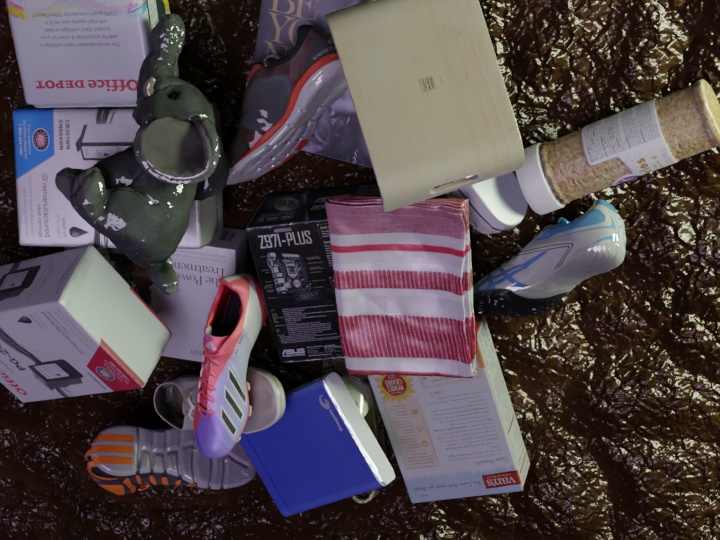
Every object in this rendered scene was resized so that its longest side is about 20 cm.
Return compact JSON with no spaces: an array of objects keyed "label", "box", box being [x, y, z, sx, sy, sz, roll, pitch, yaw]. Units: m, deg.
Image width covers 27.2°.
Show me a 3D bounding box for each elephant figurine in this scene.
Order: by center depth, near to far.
[{"label":"elephant figurine","box":[-0.184,-0.115,1.430,0.200,0.142,0.155,-46,124,0]}]

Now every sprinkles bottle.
[{"label":"sprinkles bottle","box":[0.251,-0.119,1.441,0.199,0.068,0.068,-21,110,23]}]

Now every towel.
[{"label":"towel","box":[0.043,0.020,1.496,0.143,0.023,0.201,1,117,14]}]

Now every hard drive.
[{"label":"hard drive","box":[-0.058,0.197,1.651,0.200,0.025,0.132,-27,93,51]}]

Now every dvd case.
[{"label":"dvd case","box":[-0.035,-0.210,1.498,0.148,0.016,0.201,15,119,7]}]

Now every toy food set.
[{"label":"toy food set","box":[0.060,-0.172,1.419,0.143,0.060,0.201,-17,87,-3]}]

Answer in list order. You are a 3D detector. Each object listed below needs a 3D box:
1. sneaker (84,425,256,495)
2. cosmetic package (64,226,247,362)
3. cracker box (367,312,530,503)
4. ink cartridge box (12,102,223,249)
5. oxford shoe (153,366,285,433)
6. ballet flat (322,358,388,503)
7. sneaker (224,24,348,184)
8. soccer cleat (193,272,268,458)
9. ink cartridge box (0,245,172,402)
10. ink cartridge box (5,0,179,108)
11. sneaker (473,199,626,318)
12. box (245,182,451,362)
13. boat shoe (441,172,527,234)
[{"label":"sneaker","box":[-0.226,0.224,1.748,0.199,0.078,0.112,10,157,-16]},{"label":"cosmetic package","box":[-0.225,0.019,1.649,0.199,0.052,0.151,8,121,11]},{"label":"cracker box","box":[0.095,0.153,1.631,0.133,0.058,0.201,-9,114,21]},{"label":"ink cartridge box","box":[-0.250,-0.100,1.546,0.199,0.084,0.147,1,99,11]},{"label":"oxford shoe","box":[-0.159,0.147,1.650,0.199,0.058,0.076,-4,95,44]},{"label":"ballet flat","box":[-0.005,0.173,1.657,0.068,0.075,0.201,-3,116,14]},{"label":"sneaker","box":[-0.086,-0.168,1.498,0.200,0.077,0.082,-44,73,29]},{"label":"soccer cleat","box":[-0.147,0.100,1.571,0.066,0.076,0.201,17,93,31]},{"label":"ink cartridge box","box":[-0.327,0.062,1.589,0.199,0.084,0.145,-11,132,37]},{"label":"ink cartridge box","box":[-0.273,-0.272,1.489,0.145,0.083,0.201,1,117,13]},{"label":"sneaker","box":[0.190,-0.008,1.527,0.072,0.073,0.200,28,138,-35]},{"label":"box","box":[0.000,0.000,1.558,0.199,0.086,0.164,-6,115,17]},{"label":"boat shoe","box":[0.088,-0.122,1.487,0.200,0.072,0.066,50,148,-8]}]
